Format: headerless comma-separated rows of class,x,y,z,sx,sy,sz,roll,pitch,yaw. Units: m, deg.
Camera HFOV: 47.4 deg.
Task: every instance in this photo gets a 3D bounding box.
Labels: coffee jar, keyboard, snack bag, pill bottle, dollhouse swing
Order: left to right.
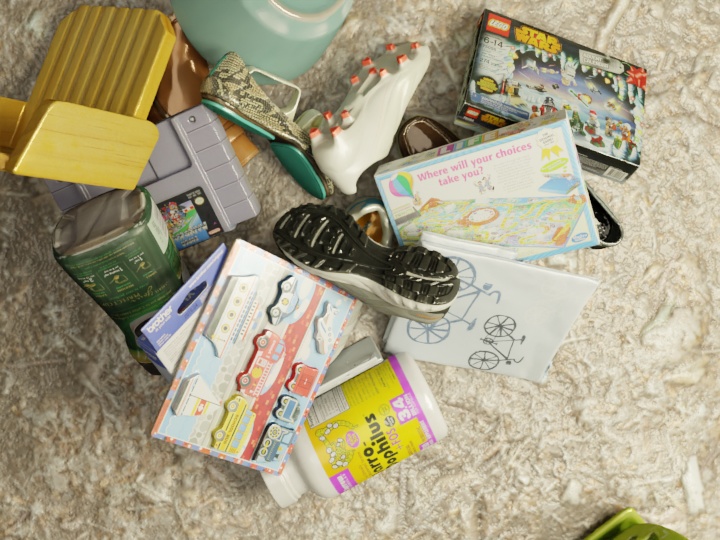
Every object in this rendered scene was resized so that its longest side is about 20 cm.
dollhouse swing,-0.302,-0.182,0.774,0.198,0.181,0.179,15,97,33
coffee jar,-0.216,0.017,0.829,0.103,0.086,0.201,-21,133,1
keyboard,-0.069,0.132,0.907,0.198,0.056,0.011,-28,110,-2
pill bottle,-0.012,0.177,0.890,0.198,0.104,0.105,-28,96,-2
snack bag,0.136,0.045,0.878,0.197,0.022,0.190,11,136,-4

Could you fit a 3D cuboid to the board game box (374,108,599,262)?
board game box,0.129,-0.068,0.834,0.197,0.034,0.136,-14,113,19

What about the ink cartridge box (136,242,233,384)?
ink cartridge box,-0.145,0.076,0.828,0.120,0.042,0.201,-49,141,-24

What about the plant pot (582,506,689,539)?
plant pot,0.303,0.395,0.894,0.198,0.181,0.201,-38,96,-1

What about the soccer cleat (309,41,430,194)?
soccer cleat,0.016,-0.167,0.868,0.201,0.069,0.078,-54,132,-29

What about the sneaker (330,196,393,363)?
sneaker,-0.024,0.014,0.887,0.076,0.081,0.203,22,92,-5

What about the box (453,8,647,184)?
box,0.207,-0.188,0.880,0.197,0.040,0.139,18,61,-6

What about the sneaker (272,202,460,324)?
sneaker,0.000,0.000,0.811,0.198,0.080,0.074,25,62,12

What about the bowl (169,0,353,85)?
bowl,-0.081,-0.293,0.808,0.198,0.104,0.204,-2,94,-34

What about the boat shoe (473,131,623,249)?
boat shoe,0.209,-0.094,0.904,0.074,0.068,0.199,-45,97,0

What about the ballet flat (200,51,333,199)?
ballet flat,-0.077,-0.151,0.841,0.200,0.067,0.076,38,79,-43

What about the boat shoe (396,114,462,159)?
boat shoe,0.116,-0.088,0.894,0.075,0.075,0.203,-41,96,0

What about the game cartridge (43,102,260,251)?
game cartridge,-0.215,-0.078,0.850,0.197,0.038,0.131,-20,106,15

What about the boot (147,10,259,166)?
boot,-0.166,-0.177,0.862,0.155,0.077,0.201,39,93,-5

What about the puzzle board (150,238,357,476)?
puzzle board,-0.099,0.090,0.804,0.149,0.017,0.202,26,86,-32
